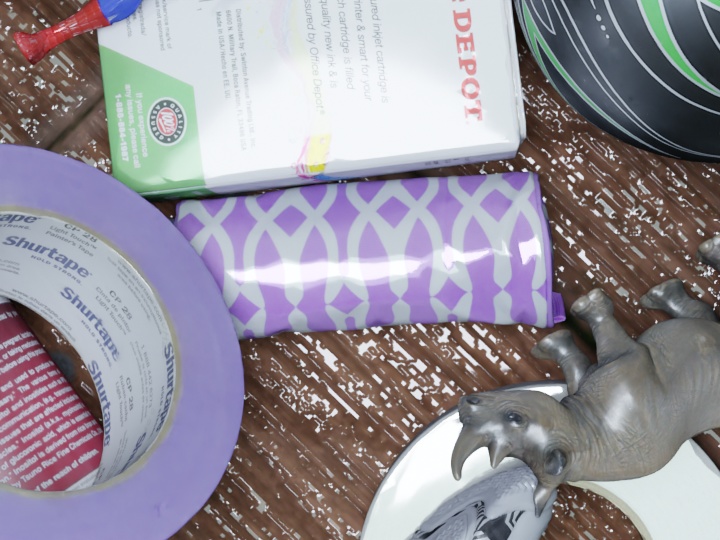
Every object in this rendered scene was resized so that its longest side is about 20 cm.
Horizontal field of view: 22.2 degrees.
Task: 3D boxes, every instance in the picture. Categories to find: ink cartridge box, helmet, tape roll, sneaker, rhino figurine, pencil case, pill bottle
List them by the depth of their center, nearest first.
[{"bbox_3d":[-0.159,0.050,0.821,0.200,0.085,0.200,15,59,-26],"label":"tape roll"},{"bbox_3d":[0.161,-0.152,0.853,0.191,0.200,0.200,16,91,-9],"label":"helmet"},{"bbox_3d":[0.125,0.056,0.878,0.200,0.060,0.087,-24,67,-27],"label":"rhino figurine"},{"bbox_3d":[0.050,0.196,0.882,0.115,0.075,0.200,42,82,-10],"label":"sneaker"},{"bbox_3d":[-0.197,0.078,0.910,0.113,0.113,0.200,-36,88,3],"label":"pill bottle"},{"bbox_3d":[-0.025,-0.116,0.913,0.200,0.084,0.145,-7,89,4],"label":"ink cartridge box"},{"bbox_3d":[0.000,0.000,0.916,0.200,0.084,0.086,-5,125,5],"label":"pencil case"},{"bbox_3d":[0.098,0.156,0.932,0.203,0.037,0.203,0,90,4],"label":"tape roll"}]

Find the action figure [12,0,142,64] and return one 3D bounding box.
[{"bbox_3d":[-0.076,-0.163,0.854,0.200,0.052,0.065,-26,80,-1],"label":"action figure"}]
